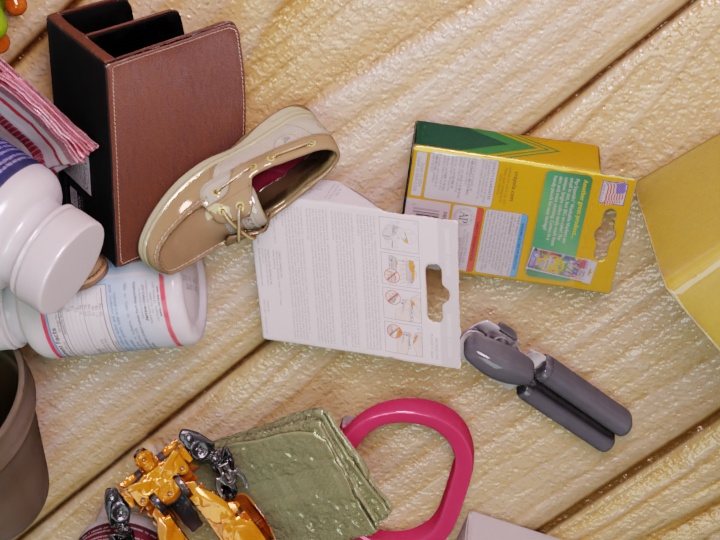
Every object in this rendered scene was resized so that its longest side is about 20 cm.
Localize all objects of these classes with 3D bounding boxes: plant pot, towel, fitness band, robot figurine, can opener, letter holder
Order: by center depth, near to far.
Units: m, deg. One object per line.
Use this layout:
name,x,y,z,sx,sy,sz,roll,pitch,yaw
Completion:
plant pot,0.380,-0.025,1.397,0.199,0.195,0.196,-37,113,19
towel,-0.319,-0.131,1.413,0.144,0.023,0.199,43,155,-20
letter holder,-0.182,-0.130,1.428,0.141,0.100,0.202,-23,133,-31
can opener,0.175,0.118,1.573,0.199,0.067,0.053,34,120,-16
plant pot,-0.389,0.178,1.604,0.198,0.201,0.174,-9,138,10
robot figurine,-0.162,0.256,1.621,0.145,0.058,0.201,-37,98,-9
towel,-0.078,0.217,1.649,0.199,0.037,0.149,-20,109,29
fitness band,0.038,0.210,1.667,0.142,0.038,0.201,11,124,-5

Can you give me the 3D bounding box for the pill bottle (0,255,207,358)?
pill bottle,-0.249,0.024,1.525,0.198,0.109,0.110,-5,122,9

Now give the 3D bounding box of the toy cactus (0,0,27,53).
toy cactus,-0.301,-0.269,1.334,0.102,0.200,0.166,29,80,10

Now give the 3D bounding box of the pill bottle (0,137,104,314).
pill bottle,-0.322,-0.053,1.386,0.199,0.120,0.120,32,123,11

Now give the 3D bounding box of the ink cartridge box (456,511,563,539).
ink cartridge box,0.146,0.368,1.727,0.146,0.086,0.201,18,121,-6

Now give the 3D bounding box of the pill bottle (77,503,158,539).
pill bottle,-0.244,0.322,1.662,0.112,0.201,0.114,2,124,3

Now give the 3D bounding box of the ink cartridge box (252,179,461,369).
ink cartridge box,0.000,0.000,1.500,0.198,0.050,0.162,7,123,16

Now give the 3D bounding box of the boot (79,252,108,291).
boot,-0.314,-0.044,1.470,0.199,0.074,0.076,25,137,19

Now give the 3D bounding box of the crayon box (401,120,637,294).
crayon box,0.137,-0.056,1.474,0.198,0.052,0.127,8,124,0

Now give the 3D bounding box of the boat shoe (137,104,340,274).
boat shoe,-0.104,-0.063,1.423,0.200,0.066,0.074,-42,143,-8
